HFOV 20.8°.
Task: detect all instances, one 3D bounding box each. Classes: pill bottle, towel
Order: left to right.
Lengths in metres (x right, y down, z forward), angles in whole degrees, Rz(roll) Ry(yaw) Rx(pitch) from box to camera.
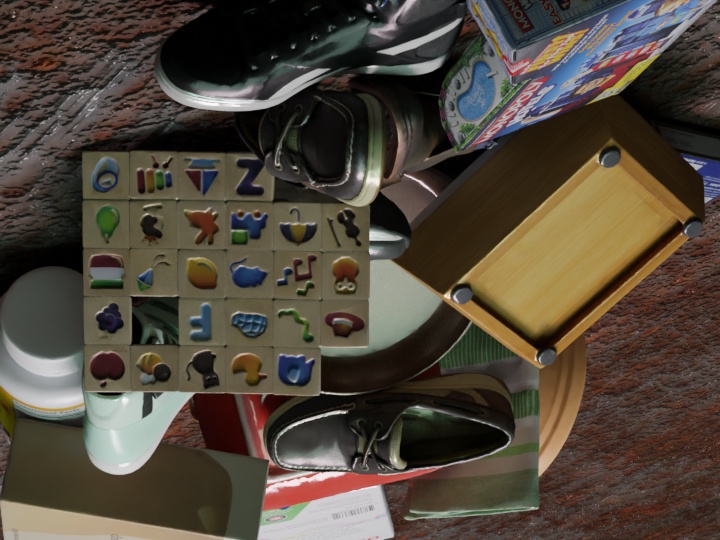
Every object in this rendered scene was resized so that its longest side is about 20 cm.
[{"bbox_3d":[-0.237,0.073,1.537,0.108,0.110,0.200,-8,156,-10],"label":"pill bottle"},{"bbox_3d":[0.089,0.101,1.618,0.023,0.201,0.152,13,162,-39],"label":"towel"}]

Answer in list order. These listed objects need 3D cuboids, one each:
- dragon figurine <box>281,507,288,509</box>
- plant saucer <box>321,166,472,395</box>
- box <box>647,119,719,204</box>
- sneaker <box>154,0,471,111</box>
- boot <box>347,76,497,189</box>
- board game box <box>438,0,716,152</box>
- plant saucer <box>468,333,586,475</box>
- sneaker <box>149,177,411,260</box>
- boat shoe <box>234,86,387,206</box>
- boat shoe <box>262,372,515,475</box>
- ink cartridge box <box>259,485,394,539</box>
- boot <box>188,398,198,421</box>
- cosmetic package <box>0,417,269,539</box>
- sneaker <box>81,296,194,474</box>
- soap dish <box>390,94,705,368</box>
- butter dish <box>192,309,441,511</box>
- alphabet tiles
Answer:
[{"bbox_3d":[-0.093,0.181,1.736,0.058,0.100,0.200,2,154,-19],"label":"dragon figurine"},{"bbox_3d":[0.000,0.000,1.485,0.199,0.032,0.201,-7,120,-13],"label":"plant saucer"},{"bbox_3d":[0.208,-0.054,1.580,0.121,0.033,0.200,8,149,-39],"label":"box"},{"bbox_3d":[-0.024,-0.163,1.178,0.199,0.073,0.112,-13,155,-21],"label":"sneaker"},{"bbox_3d":[0.046,-0.106,1.314,0.096,0.075,0.200,-21,178,-5],"label":"boot"},{"bbox_3d":[0.126,-0.155,1.197,0.199,0.062,0.200,-21,165,-35],"label":"board game box"},{"bbox_3d":[0.109,0.093,1.657,0.037,0.201,0.200,18,143,-34],"label":"plant saucer"},{"bbox_3d":[-0.063,-0.021,1.402,0.198,0.075,0.085,5,118,5],"label":"sneaker"},{"bbox_3d":[-0.035,-0.082,1.256,0.064,0.074,0.200,4,-175,-17],"label":"boat shoe"},{"bbox_3d":[0.024,0.125,1.531,0.199,0.066,0.072,-7,113,-4],"label":"boat shoe"},{"bbox_3d":[-0.048,0.226,2.011,0.144,0.088,0.200,-13,155,0],"label":"ink cartridge box"},{"bbox_3d":[-0.027,0.106,1.779,0.199,0.067,0.175,9,148,-39],"label":"boot"},{"bbox_3d":[-0.176,0.179,1.527,0.199,0.072,0.105,9,154,-2],"label":"cosmetic package"},{"bbox_3d":[-0.142,0.043,1.448,0.073,0.201,0.118,21,148,10],"label":"sneaker"},{"bbox_3d":[0.143,-0.030,1.433,0.200,0.081,0.157,-43,131,13],"label":"soap dish"},{"bbox_3d":[-0.040,0.074,1.619,0.199,0.148,0.201,-13,113,-1],"label":"butter dish"},{"bbox_3d":[-0.093,0.002,1.353,0.198,0.168,0.008,1,-173,2],"label":"alphabet tiles"}]
